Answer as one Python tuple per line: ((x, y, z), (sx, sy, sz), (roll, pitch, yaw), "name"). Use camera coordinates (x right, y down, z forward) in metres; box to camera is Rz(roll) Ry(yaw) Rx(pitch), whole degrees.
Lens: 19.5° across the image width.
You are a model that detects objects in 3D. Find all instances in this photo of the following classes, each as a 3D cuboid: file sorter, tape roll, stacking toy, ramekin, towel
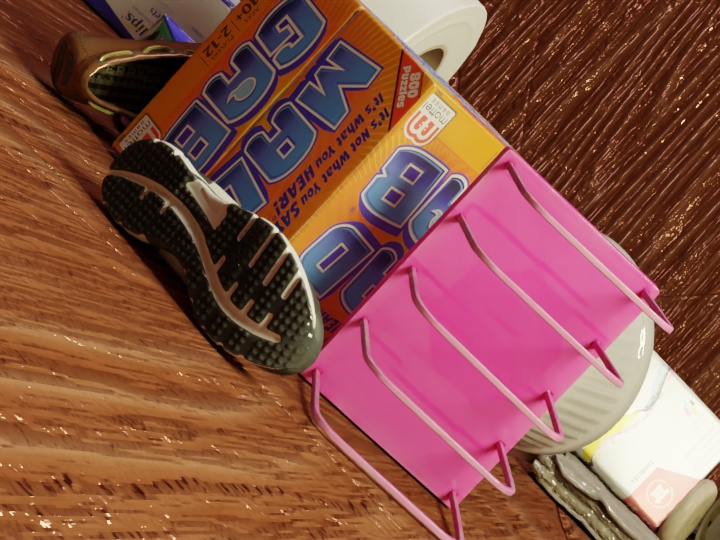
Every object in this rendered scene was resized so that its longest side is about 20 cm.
((0.079, 0.052, 1.309), (0.139, 0.200, 0.126), (42, 9, -10), "file sorter")
((0.014, -0.183, 1.820), (0.071, 0.202, 0.202), (49, 7, 12), "tape roll")
((0.280, 0.201, 2.228), (0.200, 0.086, 0.085), (40, 4, 22), "stacking toy")
((0.145, 0.053, 1.801), (0.094, 0.203, 0.202), (15, 26, -51), "ramekin")
((0.234, 0.233, 1.870), (0.200, 0.035, 0.132), (45, 7, 10), "towel")

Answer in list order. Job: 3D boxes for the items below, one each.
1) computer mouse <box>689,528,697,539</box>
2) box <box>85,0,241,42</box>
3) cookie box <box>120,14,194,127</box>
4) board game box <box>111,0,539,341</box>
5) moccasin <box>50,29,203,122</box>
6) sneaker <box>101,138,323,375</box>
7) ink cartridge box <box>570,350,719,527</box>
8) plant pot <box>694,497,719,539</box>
((0.447, 0.355, 2.498), (0.199, 0.034, 0.059), (38, 23, -5), "computer mouse")
((-0.222, -0.303, 2.239), (0.184, 0.105, 0.200), (42, 6, -4), "box")
((-0.120, -0.114, 1.728), (0.171, 0.075, 0.200), (43, 5, -18), "cookie box")
((-0.013, -0.066, 1.496), (0.200, 0.200, 0.200), (36, 9, -48), "board game box")
((-0.129, -0.137, 1.554), (0.200, 0.074, 0.078), (12, 16, -39), "moccasin")
((-0.076, -0.006, 1.276), (0.200, 0.074, 0.080), (48, 6, 37), "sneaker")
((0.237, 0.128, 1.951), (0.200, 0.116, 0.068), (46, -12, 1), "ink cartridge box")
((0.452, 0.315, 2.185), (0.199, 0.188, 0.187), (28, 9, -10), "plant pot")
